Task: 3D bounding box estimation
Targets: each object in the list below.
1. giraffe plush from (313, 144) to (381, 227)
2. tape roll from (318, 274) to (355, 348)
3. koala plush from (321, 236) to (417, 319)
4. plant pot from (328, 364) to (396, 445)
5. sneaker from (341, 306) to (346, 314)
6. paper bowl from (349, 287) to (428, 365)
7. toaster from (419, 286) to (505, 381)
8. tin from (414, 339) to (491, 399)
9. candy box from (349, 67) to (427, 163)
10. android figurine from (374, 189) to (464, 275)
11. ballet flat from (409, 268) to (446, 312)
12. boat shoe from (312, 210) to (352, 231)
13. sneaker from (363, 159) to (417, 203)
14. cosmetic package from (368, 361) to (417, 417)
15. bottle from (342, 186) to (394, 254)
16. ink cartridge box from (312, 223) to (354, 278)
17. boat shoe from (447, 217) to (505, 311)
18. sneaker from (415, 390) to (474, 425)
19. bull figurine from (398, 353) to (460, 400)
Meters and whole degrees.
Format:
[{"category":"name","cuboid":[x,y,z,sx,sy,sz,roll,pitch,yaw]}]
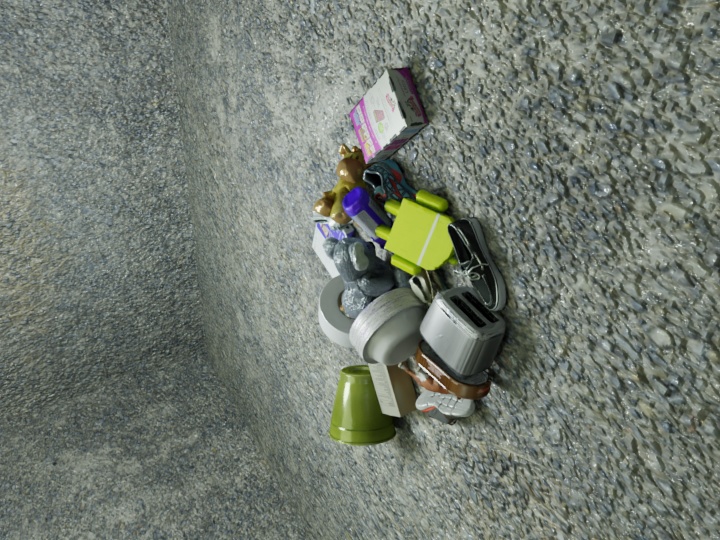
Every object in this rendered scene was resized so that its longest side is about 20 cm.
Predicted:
[{"category":"giraffe plush","cuboid":[-0.017,-0.223,1.381,0.200,0.172,0.162,-86,10,-60]},{"category":"tape roll","cuboid":[-0.011,0.104,1.448,0.203,0.202,0.071,56,156,29]},{"category":"koala plush","cuboid":[0.000,0.000,1.333,0.177,0.184,0.200,24,154,53]},{"category":"plant pot","cuboid":[0.004,0.386,1.613,0.200,0.200,0.193,6,99,60]},{"category":"sneaker","cuboid":[-0.009,0.128,1.614,0.200,0.088,0.075,39,116,16]},{"category":"paper bowl","cuboid":[0.082,0.146,1.298,0.104,0.200,0.201,50,144,31]},{"category":"toaster","cuboid":[0.219,0.128,1.149,0.200,0.114,0.129,50,142,37]},{"category":"tin","cuboid":[0.207,0.211,1.219,0.200,0.112,0.042,38,126,46]},{"category":"candy box","cuboid":[0.058,-0.346,1.240,0.200,0.061,0.137,-27,80,62]},{"category":"android figurine","cuboid":[0.132,-0.079,1.192,0.200,0.041,0.182,26,107,22]},{"category":"ballet flat","cuboid":[0.143,0.005,1.254,0.068,0.075,0.200,141,110,-71]},{"category":"boat shoe","cuboid":[-0.061,-0.142,1.514,0.201,0.070,0.072,17,88,46]},{"category":"sneaker","cuboid":[0.072,-0.169,1.272,0.200,0.095,0.079,58,148,27]},{"category":"cosmetic package","cuboid":[0.085,0.296,1.520,0.105,0.071,0.200,-12,94,61]},{"category":"bottle","cuboid":[0.042,-0.107,1.295,0.200,0.065,0.084,44,-163,-30]},{"category":"ink cartridge box","cuboid":[-0.074,-0.076,1.639,0.200,0.043,0.198,56,147,33]},{"category":"boat shoe","cuboid":[0.229,-0.009,1.103,0.074,0.068,0.200,-18,88,62]},{"category":"sneaker","cuboid":[0.219,0.336,1.328,0.082,0.077,0.200,50,156,-14]},{"category":"bull figurine","cuboid":[0.176,0.251,1.309,0.121,0.065,0.200,41,160,-11]}]
